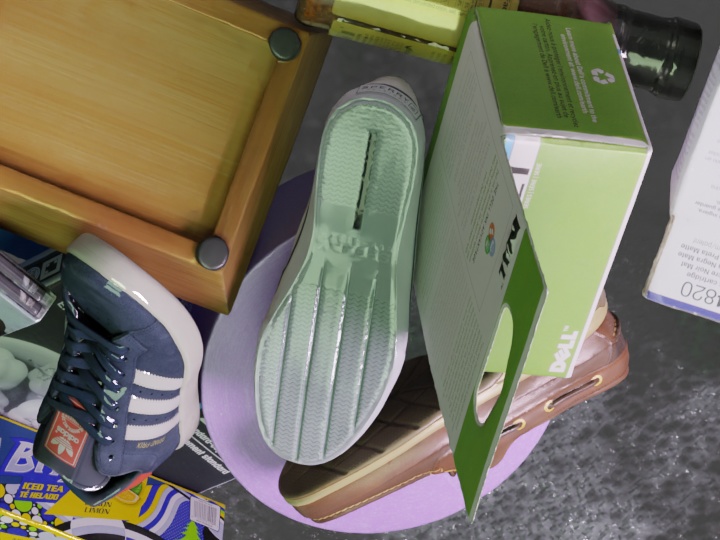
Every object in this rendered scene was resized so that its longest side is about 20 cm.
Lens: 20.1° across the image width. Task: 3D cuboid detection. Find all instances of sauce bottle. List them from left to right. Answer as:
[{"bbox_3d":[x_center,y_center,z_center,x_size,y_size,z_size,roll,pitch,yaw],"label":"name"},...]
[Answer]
[{"bbox_3d":[0.069,-0.127,1.009,0.199,0.066,0.066,15,128,-7],"label":"sauce bottle"}]

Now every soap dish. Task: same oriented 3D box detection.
[{"bbox_3d":[-0.127,-0.086,1.007,0.199,0.081,0.158,21,85,-11],"label":"soap dish"}]

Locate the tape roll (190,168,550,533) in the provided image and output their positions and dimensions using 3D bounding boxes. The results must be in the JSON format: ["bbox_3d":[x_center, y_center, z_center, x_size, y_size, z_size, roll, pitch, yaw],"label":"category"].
[{"bbox_3d":[0.008,0.043,1.110,0.199,0.066,0.201,-4,118,-8],"label":"tape roll"}]

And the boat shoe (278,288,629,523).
[{"bbox_3d":[0.052,0.079,1.059,0.200,0.072,0.068,-32,116,3],"label":"boat shoe"}]

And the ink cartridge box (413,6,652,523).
[{"bbox_3d":[0.082,-0.002,0.935,0.075,0.200,0.148,4,131,-13],"label":"ink cartridge box"}]

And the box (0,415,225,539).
[{"bbox_3d":[-0.181,0.143,1.183,0.199,0.065,0.070,26,135,-25],"label":"box"}]

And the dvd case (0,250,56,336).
[{"bbox_3d":[-0.259,-0.030,1.018,0.200,0.022,0.146,42,153,-18],"label":"dvd case"}]

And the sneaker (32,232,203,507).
[{"bbox_3d":[-0.129,0.060,1.015,0.075,0.085,0.200,35,157,21],"label":"sneaker"}]

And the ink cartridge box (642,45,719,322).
[{"bbox_3d":[0.256,-0.052,0.965,0.199,0.041,0.201,18,113,-1],"label":"ink cartridge box"}]

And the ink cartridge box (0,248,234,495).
[{"bbox_3d":[-0.123,0.055,1.165,0.199,0.044,0.198,-26,131,23],"label":"ink cartridge box"}]

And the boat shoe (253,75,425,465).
[{"bbox_3d":[0.000,0.000,1.011,0.073,0.067,0.201,20,112,6],"label":"boat shoe"}]

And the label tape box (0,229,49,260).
[{"bbox_3d":[-0.254,-0.065,1.093,0.199,0.066,0.144,18,128,-6],"label":"label tape box"}]
